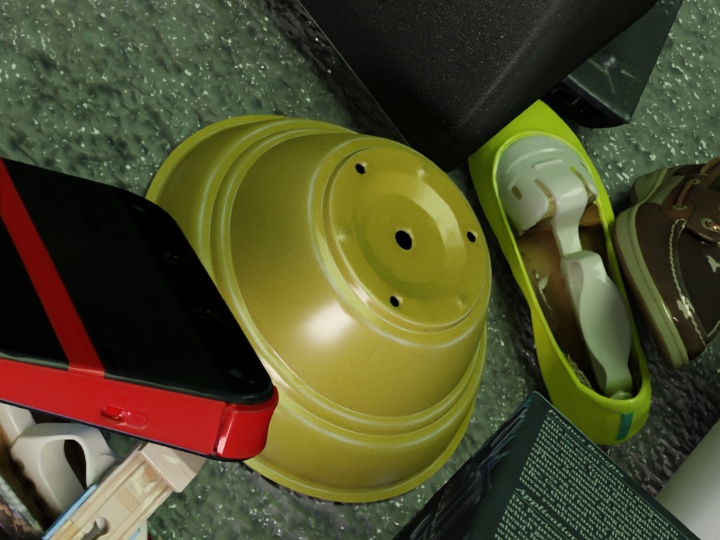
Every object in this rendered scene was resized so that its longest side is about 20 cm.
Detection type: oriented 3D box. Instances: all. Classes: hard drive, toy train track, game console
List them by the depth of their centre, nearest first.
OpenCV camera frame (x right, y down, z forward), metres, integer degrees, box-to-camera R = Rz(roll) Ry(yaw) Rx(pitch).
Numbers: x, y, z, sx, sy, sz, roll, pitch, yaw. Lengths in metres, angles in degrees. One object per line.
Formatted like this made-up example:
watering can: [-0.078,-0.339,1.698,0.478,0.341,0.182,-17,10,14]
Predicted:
toy train track: [-0.129,0.133,0.814,0.115,0.032,0.200,48,70,-13]
game console: [-0.133,0.005,0.869,0.176,0.031,0.200,13,21,-28]
hard drive: [0.085,-0.176,1.200,0.200,0.042,0.135,40,49,-13]

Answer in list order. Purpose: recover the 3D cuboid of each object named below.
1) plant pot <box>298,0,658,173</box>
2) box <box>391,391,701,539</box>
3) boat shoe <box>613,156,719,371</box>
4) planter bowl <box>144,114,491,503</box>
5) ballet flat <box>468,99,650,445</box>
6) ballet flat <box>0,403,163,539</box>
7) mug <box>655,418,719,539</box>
plant pot: [0.081,-0.205,1.068,0.200,0.177,0.200,-39,92,-36]
box: [0.047,0.161,0.858,0.107,0.149,0.200,42,19,0]
boat shoe: [0.179,-0.013,1.118,0.073,0.071,0.200,64,19,-12]
planter bowl: [0.000,0.000,1.010,0.199,0.083,0.202,18,57,-30]
ballet flat: [0.107,-0.010,1.102,0.066,0.067,0.202,-14,75,-8]
ballet flat: [-0.133,0.069,0.875,0.069,0.071,0.201,-36,91,-44]
mug: [0.249,0.101,1.018,0.186,0.154,0.149,27,9,-19]
